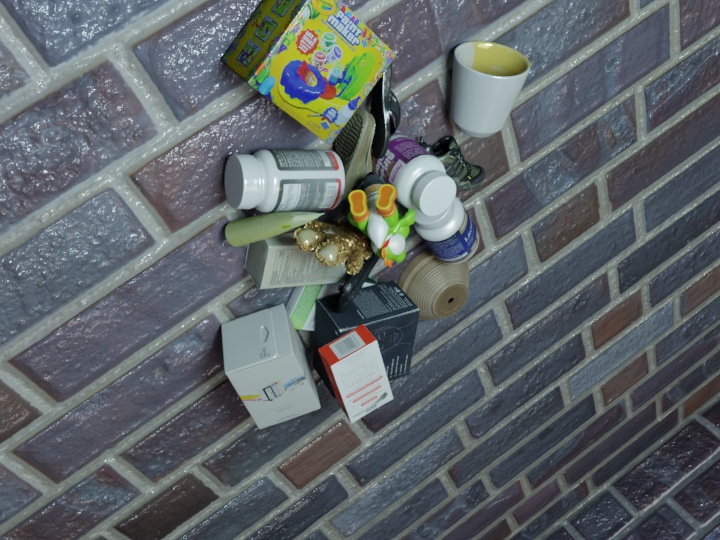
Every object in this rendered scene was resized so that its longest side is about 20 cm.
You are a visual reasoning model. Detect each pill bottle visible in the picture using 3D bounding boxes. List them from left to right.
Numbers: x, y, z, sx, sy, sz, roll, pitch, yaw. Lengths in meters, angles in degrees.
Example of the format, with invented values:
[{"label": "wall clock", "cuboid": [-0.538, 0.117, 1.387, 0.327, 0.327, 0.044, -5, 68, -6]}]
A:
[{"label": "pill bottle", "cuboid": [-0.139, -0.164, 1.294, 0.199, 0.114, 0.114, -5, 124, -31]}, {"label": "pill bottle", "cuboid": [0.096, -0.188, 1.377, 0.112, 0.200, 0.113, -18, 129, -23]}, {"label": "pill bottle", "cuboid": [0.179, -0.100, 1.535, 0.116, 0.116, 0.200, -44, 148, 2]}]

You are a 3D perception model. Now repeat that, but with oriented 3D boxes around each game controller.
[{"label": "game controller", "cuboid": [0.000, 0.000, 1.489, 0.200, 0.042, 0.104, -57, 180, -36]}]

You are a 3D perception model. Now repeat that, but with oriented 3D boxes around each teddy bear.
[{"label": "teddy bear", "cuboid": [-0.052, -0.043, 1.321, 0.144, 0.200, 0.067, 23, 106, 2]}]

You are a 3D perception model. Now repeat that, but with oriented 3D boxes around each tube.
[{"label": "tube", "cuboid": [-0.164, -0.082, 1.290, 0.052, 0.199, 0.058, 51, 46, -32]}]

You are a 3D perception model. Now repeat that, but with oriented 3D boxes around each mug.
[{"label": "mug", "cuboid": [0.262, -0.355, 1.415, 0.186, 0.150, 0.154, -10, 135, -20]}]

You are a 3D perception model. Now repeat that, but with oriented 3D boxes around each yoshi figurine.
[{"label": "yoshi figurine", "cuboid": [0.044, -0.092, 1.320, 0.112, 0.112, 0.200, -44, 148, -10]}]

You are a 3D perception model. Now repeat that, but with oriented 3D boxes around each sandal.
[{"label": "sandal", "cuboid": [0.051, -0.307, 1.323, 0.048, 0.075, 0.201, -5, 112, -21]}]

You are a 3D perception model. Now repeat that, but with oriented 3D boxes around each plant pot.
[{"label": "plant pot", "cuboid": [0.192, 0.048, 1.695, 0.200, 0.093, 0.202, -19, 131, -23]}]

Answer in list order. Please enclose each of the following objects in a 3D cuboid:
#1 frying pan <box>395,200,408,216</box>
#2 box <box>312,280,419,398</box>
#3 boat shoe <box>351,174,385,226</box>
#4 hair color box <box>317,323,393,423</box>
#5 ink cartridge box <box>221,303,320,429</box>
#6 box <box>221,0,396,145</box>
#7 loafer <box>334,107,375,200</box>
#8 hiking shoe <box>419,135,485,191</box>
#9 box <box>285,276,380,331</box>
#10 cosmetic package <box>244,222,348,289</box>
[{"label": "frying pan", "cuboid": [0.073, -0.165, 1.503, 0.115, 0.031, 0.190, -50, 138, 5]}, {"label": "box", "cuboid": [0.009, 0.152, 1.573, 0.196, 0.124, 0.201, -14, 129, -27]}, {"label": "boat shoe", "cuboid": [0.018, -0.126, 1.405, 0.074, 0.063, 0.200, -11, 160, -11]}, {"label": "hair color box", "cuboid": [-0.007, 0.219, 1.486, 0.111, 0.064, 0.201, -28, 133, -14]}, {"label": "ink cartridge box", "cuboid": [-0.189, 0.201, 1.486, 0.144, 0.148, 0.201, -19, 133, 0]}, {"label": "box", "cuboid": [-0.085, -0.357, 1.186, 0.200, 0.122, 0.193, 29, 101, -44]}, {"label": "loafer", "cuboid": [-0.011, -0.225, 1.371, 0.067, 0.076, 0.200, -14, 141, -36]}, {"label": "hiking shoe", "cuboid": [0.197, -0.231, 1.503, 0.199, 0.076, 0.101, 0, 124, -34]}, {"label": "box", "cuboid": [-0.066, 0.070, 1.574, 0.199, 0.036, 0.145, 10, 115, -40]}, {"label": "cosmetic package", "cuboid": [-0.120, -0.032, 1.423, 0.199, 0.087, 0.104, -3, 125, -34]}]
